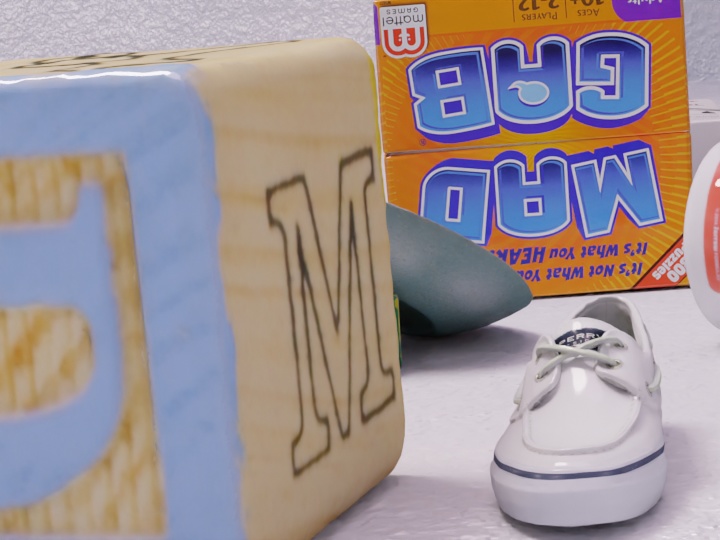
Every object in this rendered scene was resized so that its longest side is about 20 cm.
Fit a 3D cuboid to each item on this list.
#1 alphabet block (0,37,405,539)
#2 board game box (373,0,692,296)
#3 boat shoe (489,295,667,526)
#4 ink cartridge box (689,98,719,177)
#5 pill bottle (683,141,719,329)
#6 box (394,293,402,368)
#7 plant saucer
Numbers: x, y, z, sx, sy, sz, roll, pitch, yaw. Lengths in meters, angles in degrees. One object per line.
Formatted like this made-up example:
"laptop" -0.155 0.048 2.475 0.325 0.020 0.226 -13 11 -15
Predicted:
"alphabet block" -0.104 0.012 0.841 0.194 0.198 0.200 0 9 20
"board game box" 0.117 -0.097 1.420 0.198 0.201 0.200 -4 8 3
"boat shoe" 0.092 0.054 0.882 0.073 0.067 0.200 -4 9 8
"ink cartridge box" 0.229 -0.088 1.696 0.145 0.085 0.200 -4 9 5
"pill bottle" 0.284 -0.017 1.102 0.199 0.112 0.111 2 11 37
"box" -0.085 0.036 1.175 0.117 0.049 0.199 -12 14 -40
"plant saucer" 0.000 0.000 1.202 0.200 0.039 0.201 20 -12 4
